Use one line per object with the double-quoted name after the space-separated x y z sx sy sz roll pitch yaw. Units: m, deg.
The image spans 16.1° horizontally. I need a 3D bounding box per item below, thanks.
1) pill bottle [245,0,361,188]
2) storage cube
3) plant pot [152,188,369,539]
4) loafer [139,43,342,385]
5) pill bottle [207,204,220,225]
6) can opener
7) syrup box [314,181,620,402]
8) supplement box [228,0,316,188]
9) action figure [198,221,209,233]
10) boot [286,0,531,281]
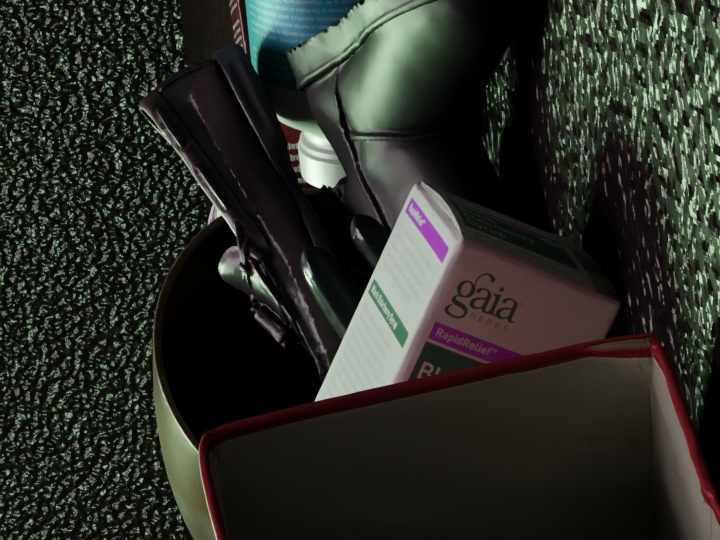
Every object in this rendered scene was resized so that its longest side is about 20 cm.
-0.006 -0.146 1.304 0.111 0.110 0.202 -115 19 -66 "pill bottle"
0.048 0.158 0.920 0.172 0.198 0.181 -107 6 -47 "storage cube"
-0.030 0.088 1.345 0.200 0.185 0.188 111 151 -58 "plant pot"
-0.050 -0.017 1.252 0.072 0.063 0.201 75 172 -65 "loafer"
-0.045 -0.033 1.725 0.200 0.111 0.113 142 120 -81 "pill bottle"
0.040 0.056 1.162 0.201 0.063 0.079 61 177 -24 "can opener"
0.026 0.073 1.085 0.201 0.078 0.082 -65 20 14 "syrup box"
-0.010 -0.097 1.404 0.061 0.108 0.202 174 87 -84 "supplement box"
-0.074 0.033 2.223 0.148 0.134 0.201 9 129 38 "action figure"
0.043 -0.051 1.177 0.198 0.073 0.164 -26 85 61 "boot"
